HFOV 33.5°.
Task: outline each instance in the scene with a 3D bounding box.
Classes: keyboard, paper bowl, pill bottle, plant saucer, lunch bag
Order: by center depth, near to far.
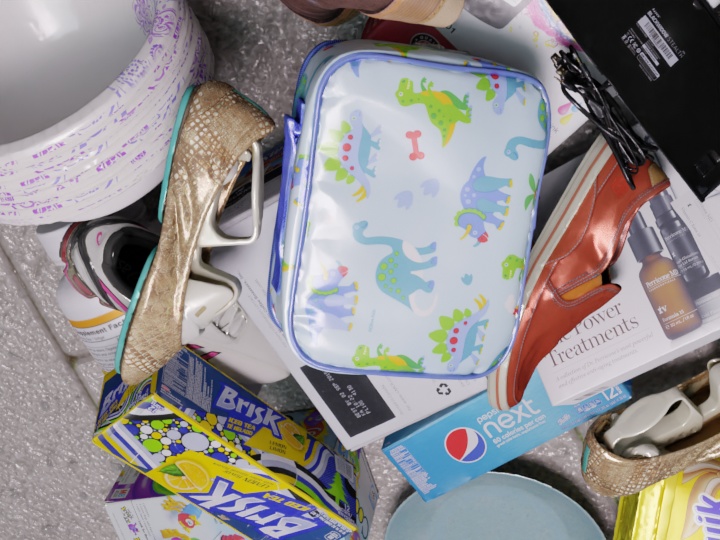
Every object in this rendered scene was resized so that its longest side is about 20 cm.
[{"bbox_3d":[0.165,-0.133,0.733,0.104,0.040,0.200,-41,107,3],"label":"keyboard"},{"bbox_3d":[0.025,-0.038,0.737,0.159,0.082,0.202,4,104,-15],"label":"lunch bag"},{"bbox_3d":[-0.193,-0.114,0.815,0.199,0.202,0.105,-9,139,17],"label":"paper bowl"},{"bbox_3d":[-0.168,0.031,0.943,0.110,0.111,0.201,-19,114,21],"label":"pill bottle"},{"bbox_3d":[0.120,0.245,1.048,0.199,0.039,0.203,5,121,8],"label":"plant saucer"}]

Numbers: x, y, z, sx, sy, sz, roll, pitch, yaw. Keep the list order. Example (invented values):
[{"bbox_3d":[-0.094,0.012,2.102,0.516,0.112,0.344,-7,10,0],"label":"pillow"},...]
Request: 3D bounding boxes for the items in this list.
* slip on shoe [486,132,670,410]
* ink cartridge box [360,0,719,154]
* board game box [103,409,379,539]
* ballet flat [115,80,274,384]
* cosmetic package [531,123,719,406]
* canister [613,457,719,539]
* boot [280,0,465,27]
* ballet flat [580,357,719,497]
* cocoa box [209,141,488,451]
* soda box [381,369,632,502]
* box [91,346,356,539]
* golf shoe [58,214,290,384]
[{"bbox_3d":[0.140,0.008,0.792,0.061,0.074,0.201,29,100,13],"label":"slip on shoe"},{"bbox_3d":[0.119,-0.178,0.776,0.146,0.083,0.200,41,120,-12],"label":"ink cartridge box"},{"bbox_3d":[-0.098,0.197,1.029,0.198,0.103,0.106,-9,117,17],"label":"board game box"},{"bbox_3d":[-0.100,-0.014,0.746,0.065,0.071,0.202,18,106,3],"label":"ballet flat"},{"bbox_3d":[0.195,-0.015,0.829,0.199,0.052,0.152,-29,72,24],"label":"cosmetic package"},{"bbox_3d":[0.308,0.215,0.947,0.198,0.087,0.150,9,98,5],"label":"canister"},{"bbox_3d":[-0.046,-0.202,0.718,0.165,0.199,0.073,17,97,-40],"label":"boot"},{"bbox_3d":[0.253,0.104,0.886,0.199,0.071,0.066,-28,135,-3],"label":"ballet flat"},{"bbox_3d":[0.000,0.000,0.876,0.133,0.132,0.201,-26,111,22],"label":"cocoa box"},{"bbox_3d":[0.115,0.104,0.949,0.199,0.068,0.064,-32,107,26],"label":"soda box"},{"bbox_3d":[-0.093,0.133,0.865,0.070,0.065,0.200,-35,122,26],"label":"box"},{"bbox_3d":[-0.119,0.030,0.853,0.199,0.092,0.073,32,78,-28],"label":"golf shoe"}]
